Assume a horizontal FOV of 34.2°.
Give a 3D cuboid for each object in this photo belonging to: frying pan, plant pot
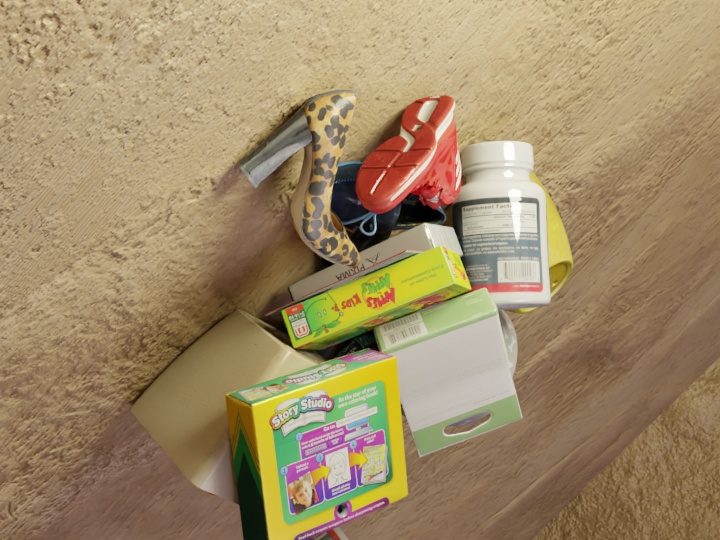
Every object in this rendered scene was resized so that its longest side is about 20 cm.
[{"bbox_3d":[-0.007,-0.058,1.417,0.115,0.031,0.190,-39,156,-7],"label":"frying pan"},{"bbox_3d":[-0.117,0.166,1.391,0.200,0.200,0.177,33,90,-38],"label":"plant pot"},{"bbox_3d":[0.209,-0.024,1.616,0.200,0.142,0.200,-31,152,-19],"label":"plant pot"}]

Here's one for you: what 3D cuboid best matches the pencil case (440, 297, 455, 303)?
[{"bbox_3d":[0.091,0.055,1.514,0.088,0.200,0.089,-13,136,-13],"label":"pencil case"}]

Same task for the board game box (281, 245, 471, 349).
[{"bbox_3d":[0.020,0.034,1.348,0.200,0.048,0.102,-22,169,13],"label":"board game box"}]

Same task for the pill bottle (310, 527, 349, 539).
[{"bbox_3d":[-0.105,0.546,2.085,0.200,0.116,0.116,-32,152,-16],"label":"pill bottle"}]

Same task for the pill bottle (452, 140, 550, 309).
[{"bbox_3d":[0.174,-0.054,1.457,0.119,0.201,0.120,-1,175,0],"label":"pill bottle"}]

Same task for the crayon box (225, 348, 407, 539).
[{"bbox_3d":[-0.044,0.197,1.305,0.200,0.058,0.173,-15,105,-36],"label":"crayon box"}]

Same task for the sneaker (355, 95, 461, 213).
[{"bbox_3d":[0.069,-0.098,1.288,0.200,0.078,0.116,-53,134,-40],"label":"sneaker"}]

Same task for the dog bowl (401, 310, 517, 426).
[{"bbox_3d":[0.126,0.117,1.568,0.059,0.200,0.200,24,114,-38],"label":"dog bowl"}]

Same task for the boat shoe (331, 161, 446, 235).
[{"bbox_3d":[0.026,-0.084,1.355,0.200,0.069,0.084,-6,125,-41],"label":"boat shoe"}]

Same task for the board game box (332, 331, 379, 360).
[{"bbox_3d":[-0.010,0.138,1.640,0.135,0.028,0.200,-49,168,15],"label":"board game box"}]

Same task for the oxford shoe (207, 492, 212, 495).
[{"bbox_3d":[-0.132,0.253,1.659,0.200,0.071,0.073,-29,163,14],"label":"oxford shoe"}]

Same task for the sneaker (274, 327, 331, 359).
[{"bbox_3d":[-0.088,0.124,1.542,0.104,0.060,0.200,-9,136,-40],"label":"sneaker"}]

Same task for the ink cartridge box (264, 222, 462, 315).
[{"bbox_3d":[0.000,0.000,1.385,0.200,0.044,0.173,-24,168,23],"label":"ink cartridge box"}]

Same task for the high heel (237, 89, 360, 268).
[{"bbox_3d":[-0.018,-0.093,1.245,0.142,0.071,0.200,-39,128,6],"label":"high heel"}]

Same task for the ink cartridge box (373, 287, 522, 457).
[{"bbox_3d":[0.110,0.127,1.424,0.145,0.048,0.200,-20,132,-1],"label":"ink cartridge box"}]
